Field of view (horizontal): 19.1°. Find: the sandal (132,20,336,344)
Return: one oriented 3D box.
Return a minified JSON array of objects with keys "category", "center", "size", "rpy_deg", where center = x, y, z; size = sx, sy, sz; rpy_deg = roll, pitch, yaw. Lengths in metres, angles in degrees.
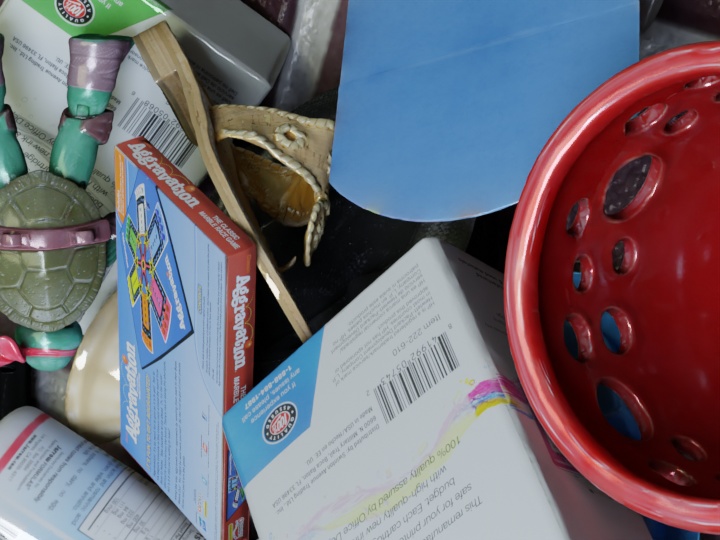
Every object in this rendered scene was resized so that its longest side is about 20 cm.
[{"category":"sandal","center":[-0.045,-0.063,1.060],"size":[0.070,0.078,0.212],"rpy_deg":[-30,52,-2]}]

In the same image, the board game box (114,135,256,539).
[{"category":"board game box","center":[-0.089,0.041,1.069],"size":[0.103,0.019,0.200],"rpy_deg":[42,142,37]}]

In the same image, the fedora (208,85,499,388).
[{"category":"fedora","center":[0.000,0.000,1.105],"size":[0.200,0.092,0.201],"rpy_deg":[-25,51,34]}]

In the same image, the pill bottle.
[{"category":"pill bottle","center":[-0.132,0.169,1.167],"size":[0.200,0.109,0.109],"rpy_deg":[34,111,2]}]

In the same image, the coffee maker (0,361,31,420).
[{"category":"coffee maker","center":[-0.248,0.142,1.293],"size":[0.192,0.135,0.200],"rpy_deg":[-4,88,17]}]

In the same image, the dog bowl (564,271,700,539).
[{"category":"dog bowl","center":[0.102,0.095,1.020],"size":[0.111,0.050,0.200],"rpy_deg":[-18,51,11]}]

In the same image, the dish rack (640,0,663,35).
[{"category":"dish rack","center":[0.098,-0.214,1.083],"size":[0.200,0.044,0.172],"rpy_deg":[33,107,33]}]

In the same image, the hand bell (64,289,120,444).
[{"category":"hand bell","center":[-0.051,0.085,1.177],"size":[0.200,0.104,0.104],"rpy_deg":[22,102,21]}]

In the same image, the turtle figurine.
[{"category":"turtle figurine","center":[-0.168,-0.023,1.122],"size":[0.101,0.150,0.200],"rpy_deg":[20,111,61]}]

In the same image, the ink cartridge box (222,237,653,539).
[{"category":"ink cartridge box","center":[0.036,0.110,0.946],"size":[0.145,0.085,0.200],"rpy_deg":[-41,46,22]}]

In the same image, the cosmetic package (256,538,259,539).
[{"category":"cosmetic package","center":[-0.008,0.234,1.095],"size":[0.102,0.074,0.200],"rpy_deg":[27,125,38]}]

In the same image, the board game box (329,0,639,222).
[{"category":"board game box","center":[0.067,-0.096,1.028],"size":[0.158,0.039,0.200],"rpy_deg":[-14,50,24]}]

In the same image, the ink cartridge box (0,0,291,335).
[{"category":"ink cartridge box","center":[-0.156,-0.085,1.204],"size":[0.147,0.083,0.200],"rpy_deg":[35,114,-9]}]

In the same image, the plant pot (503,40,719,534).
[{"category":"plant pot","center":[0.191,0.008,0.921],"size":[0.200,0.182,0.201],"rpy_deg":[-1,88,37]}]
